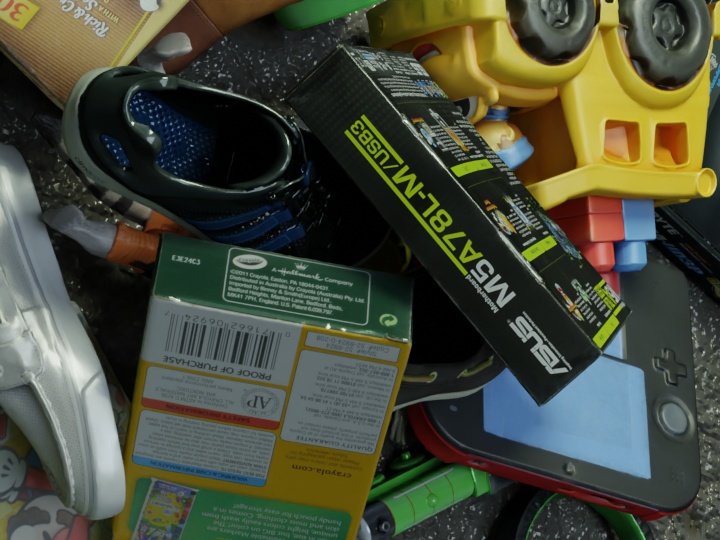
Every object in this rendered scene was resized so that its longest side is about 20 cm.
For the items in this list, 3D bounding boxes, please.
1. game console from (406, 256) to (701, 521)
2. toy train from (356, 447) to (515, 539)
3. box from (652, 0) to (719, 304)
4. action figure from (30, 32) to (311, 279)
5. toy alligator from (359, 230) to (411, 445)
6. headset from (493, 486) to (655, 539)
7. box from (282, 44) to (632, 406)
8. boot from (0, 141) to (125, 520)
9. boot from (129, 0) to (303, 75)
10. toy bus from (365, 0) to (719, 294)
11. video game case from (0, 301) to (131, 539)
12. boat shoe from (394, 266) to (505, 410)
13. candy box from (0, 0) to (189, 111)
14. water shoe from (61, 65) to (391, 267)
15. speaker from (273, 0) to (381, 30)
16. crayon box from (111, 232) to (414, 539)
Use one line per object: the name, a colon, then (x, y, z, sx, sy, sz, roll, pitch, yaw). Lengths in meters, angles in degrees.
game console: (0.117, 0.048, 1.242, 0.199, 0.031, 0.178, 19, 59, -25)
toy train: (0.055, 0.119, 1.226, 0.199, 0.056, 0.042, -24, 103, -35)
box: (0.249, -0.096, 1.383, 0.159, 0.046, 0.201, 39, 66, -29)
action figure: (-0.078, -0.042, 1.106, 0.194, 0.104, 0.201, 52, 47, -47)
toy alligator: (0.000, 0.000, 1.196, 0.054, 0.059, 0.202, 1, 95, 8)
headset: (0.148, 0.223, 1.268, 0.123, 0.094, 0.202, 0, 77, -36)
box: (0.056, -0.029, 1.064, 0.047, 0.200, 0.194, -39, 87, 12)
boot: (-0.188, 0.038, 1.025, 0.095, 0.074, 0.201, -16, 75, -26)
boot: (-0.091, -0.201, 1.066, 0.199, 0.068, 0.189, -27, 107, -3)
toy bus: (0.110, -0.077, 1.222, 0.199, 0.135, 0.194, 2, 86, -36)
video game case: (-0.182, 0.145, 1.069, 0.200, 0.023, 0.183, -37, 110, -32)
boat shoe: (0.046, 0.032, 1.134, 0.201, 0.060, 0.072, -21, 79, -50)
candy box: (-0.114, -0.187, 1.011, 0.200, 0.055, 0.115, -47, 114, -6)
water shoe: (-0.049, -0.042, 1.007, 0.199, 0.079, 0.072, 18, 81, -37)
speaker: (-0.042, -0.239, 1.150, 0.088, 0.088, 0.202, -27, 105, -34)
crayon box: (-0.054, 0.081, 1.044, 0.124, 0.201, 0.052, 10, 40, -5)
